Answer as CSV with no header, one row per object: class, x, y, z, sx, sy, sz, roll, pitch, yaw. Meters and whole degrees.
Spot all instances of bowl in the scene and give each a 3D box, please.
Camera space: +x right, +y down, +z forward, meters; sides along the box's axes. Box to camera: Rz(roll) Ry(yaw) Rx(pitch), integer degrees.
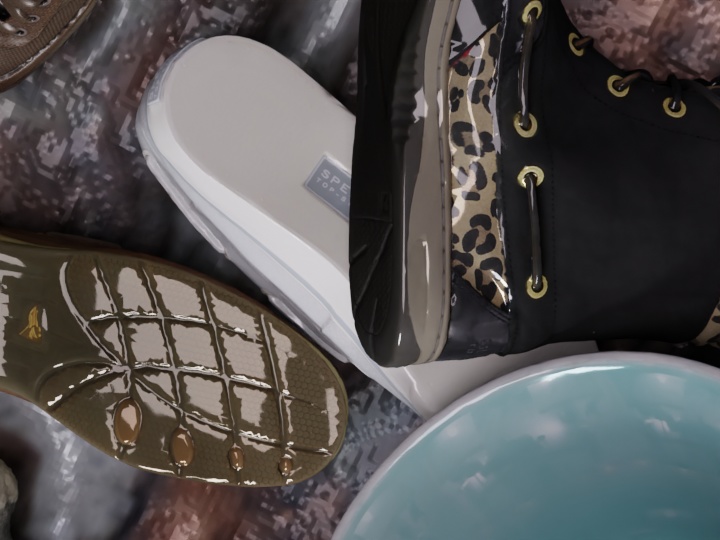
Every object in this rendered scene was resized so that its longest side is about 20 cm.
bowl,0.088,0.138,0.884,0.199,0.105,0.202,-10,63,19

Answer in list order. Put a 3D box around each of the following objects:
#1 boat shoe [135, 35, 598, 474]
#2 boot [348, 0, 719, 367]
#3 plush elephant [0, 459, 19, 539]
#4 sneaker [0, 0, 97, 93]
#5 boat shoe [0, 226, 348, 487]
boat shoe,0.000,0.000,0.943,0.199,0.068,0.072,36,73,-11
boot,0.078,-0.064,0.893,0.149,0.073,0.202,4,93,-18
plush elephant,-0.095,0.191,0.957,0.154,0.165,0.201,0,131,39
sneaker,-0.109,-0.127,0.900,0.070,0.076,0.200,35,123,-3
boat shoe,-0.096,0.020,0.962,0.199,0.068,0.073,17,102,7
